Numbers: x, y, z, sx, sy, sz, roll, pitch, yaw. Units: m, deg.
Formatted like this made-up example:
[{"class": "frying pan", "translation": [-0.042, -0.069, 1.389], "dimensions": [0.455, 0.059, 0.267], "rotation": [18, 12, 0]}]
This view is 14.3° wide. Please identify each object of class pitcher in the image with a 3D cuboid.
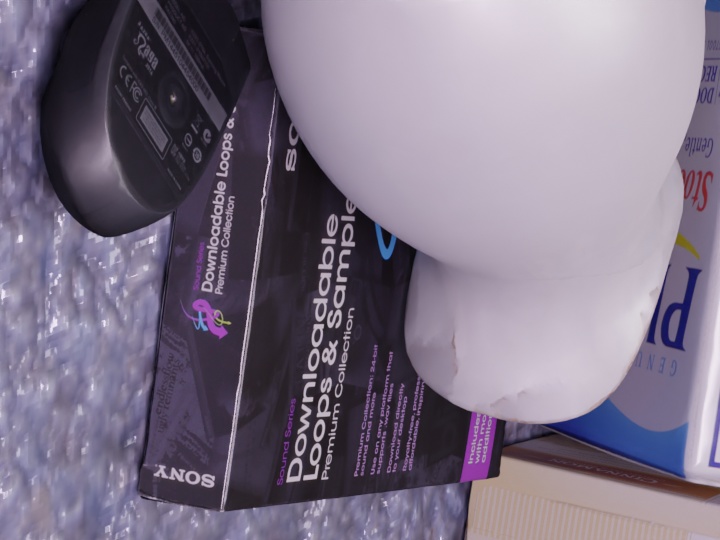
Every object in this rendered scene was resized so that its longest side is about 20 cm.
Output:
[{"class": "pitcher", "translation": [0.052, -0.073, 0.831], "dimensions": [0.172, 0.121, 0.200], "rotation": [-64, 155, -23]}]

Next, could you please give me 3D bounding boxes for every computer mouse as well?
[{"class": "computer mouse", "translation": [-0.046, -0.087, 0.808], "dimensions": [0.059, 0.034, 0.200], "rotation": [60, 38, -35]}]

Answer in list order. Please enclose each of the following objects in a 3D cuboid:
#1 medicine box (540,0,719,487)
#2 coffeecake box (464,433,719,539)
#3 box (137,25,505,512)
[{"class": "medicine box", "translation": [0.146, -0.027, 1.032], "dimensions": [0.182, 0.102, 0.201], "rotation": [-167, -94, -76]}, {"class": "coffeecake box", "translation": [0.147, 0.110, 1.120], "dimensions": [0.200, 0.153, 0.073], "rotation": [-5, 105, -63]}, {"class": "box", "translation": [0.000, 0.000, 0.917], "dimensions": [0.200, 0.036, 0.144], "rotation": [0, 97, -62]}]
